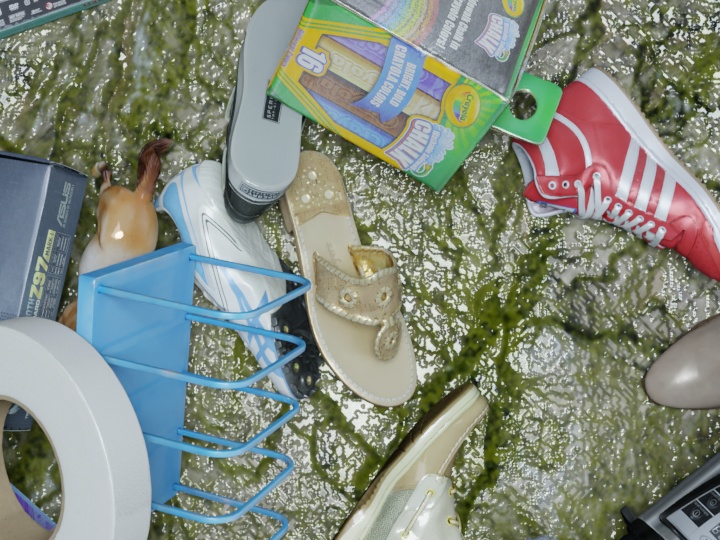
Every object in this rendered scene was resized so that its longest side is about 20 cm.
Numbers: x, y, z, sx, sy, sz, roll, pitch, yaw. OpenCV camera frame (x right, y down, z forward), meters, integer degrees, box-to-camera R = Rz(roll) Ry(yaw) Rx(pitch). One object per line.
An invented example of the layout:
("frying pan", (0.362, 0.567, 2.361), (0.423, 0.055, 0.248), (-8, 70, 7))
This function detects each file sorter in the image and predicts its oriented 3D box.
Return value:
("file sorter", (-0.115, 0.099, 0.808), (0.121, 0.139, 0.203), (10, 104, 18))

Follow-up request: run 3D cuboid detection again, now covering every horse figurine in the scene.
("horse figurine", (-0.189, -0.008, 0.861), (0.049, 0.132, 0.202), (20, 93, -30))

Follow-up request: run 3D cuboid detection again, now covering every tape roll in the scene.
("tape roll", (-0.221, 0.133, 0.764), (0.201, 0.037, 0.206), (7, 102, 34))

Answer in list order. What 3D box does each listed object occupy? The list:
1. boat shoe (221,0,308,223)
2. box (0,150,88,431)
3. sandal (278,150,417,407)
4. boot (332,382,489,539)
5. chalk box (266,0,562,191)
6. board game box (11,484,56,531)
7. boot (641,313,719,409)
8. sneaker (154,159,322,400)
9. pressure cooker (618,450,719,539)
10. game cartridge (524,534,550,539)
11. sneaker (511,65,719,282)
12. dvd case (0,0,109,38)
("boat shoe", (-0.073, -0.130, 0.893), (0.070, 0.064, 0.202), (20, 57, -13))
("box", (-0.303, 0.008, 0.877), (0.156, 0.051, 0.203), (11, 86, 25))
("sandal", (-0.005, 0.002, 0.879), (0.077, 0.070, 0.214), (-19, 83, -24))
("boot", (0.074, 0.203, 0.869), (0.154, 0.072, 0.201), (36, 94, 5))
("chalk box", (0.053, -0.157, 0.849), (0.198, 0.124, 0.125), (30, 55, -7))
("board game box", (-0.332, 0.226, 0.889), (0.199, 0.039, 0.158), (40, 87, 5))
("boot", (0.316, 0.056, 0.839), (0.198, 0.146, 0.071), (-22, 87, -1))
("sneaker", (-0.093, 0.012, 0.898), (0.072, 0.072, 0.202), (-27, 90, 30))
("pressure cooker", (0.278, 0.228, 0.812), (0.199, 0.176, 0.179), (-37, 89, -1))
("game cartridge", (0.075, 0.285, 0.823), (0.198, 0.042, 0.134), (-27, 91, 17))
("sneaker", (0.200, -0.050, 0.889), (0.112, 0.071, 0.201), (-36, 78, -6))
("dvd case", (-0.265, -0.309, 0.945), (0.144, 0.022, 0.202), (-19, 86, -1))
